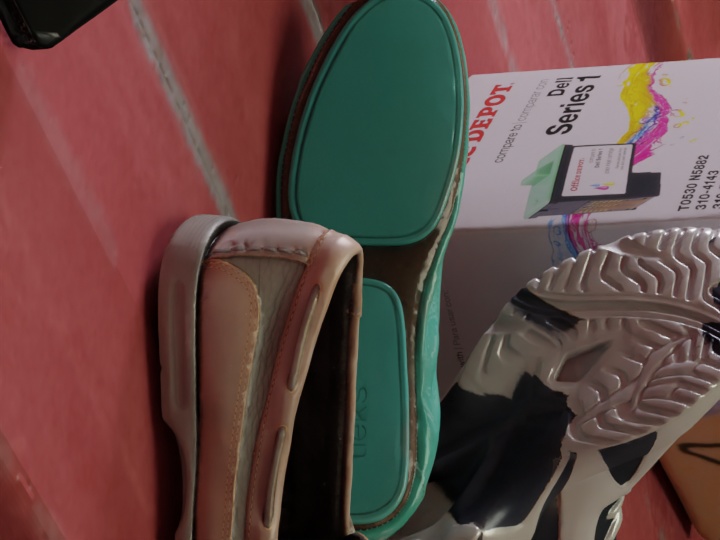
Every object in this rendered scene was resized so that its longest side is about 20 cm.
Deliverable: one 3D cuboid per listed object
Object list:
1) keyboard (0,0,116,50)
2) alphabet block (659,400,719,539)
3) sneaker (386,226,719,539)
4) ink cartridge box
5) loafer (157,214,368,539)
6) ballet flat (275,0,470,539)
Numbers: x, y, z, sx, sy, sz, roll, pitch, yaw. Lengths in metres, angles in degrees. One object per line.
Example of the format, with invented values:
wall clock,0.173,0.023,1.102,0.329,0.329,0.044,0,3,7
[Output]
keyboard,-0.091,-0.160,0.727,0.104,0.040,0.201,-37,139,-16
alphabet block,0.264,0.029,1.486,0.200,0.194,0.198,57,40,-57
sneaker,0.081,0.069,1.033,0.199,0.079,0.130,-44,157,-1
ink cartridge box,0.123,-0.019,1.091,0.145,0.199,0.084,-59,140,-54
loafer,-0.024,0.081,0.886,0.072,0.062,0.202,-37,125,-64
ballet flat,0.000,0.000,0.972,0.070,0.067,0.202,111,-15,-77
